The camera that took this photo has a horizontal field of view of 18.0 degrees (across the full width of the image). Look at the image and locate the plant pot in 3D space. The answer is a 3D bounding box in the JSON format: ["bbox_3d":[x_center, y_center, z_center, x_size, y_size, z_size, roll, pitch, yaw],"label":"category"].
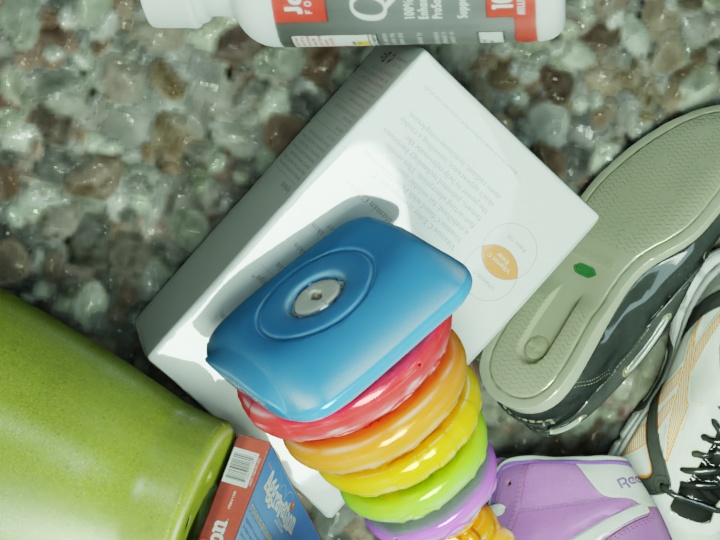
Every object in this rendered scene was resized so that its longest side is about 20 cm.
[{"bbox_3d":[-0.165,0.103,1.047,0.192,0.200,0.201,18,97,6],"label":"plant pot"}]

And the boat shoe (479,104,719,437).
[{"bbox_3d":[0.142,-0.001,1.182,0.200,0.072,0.068,-51,140,-4],"label":"boat shoe"}]

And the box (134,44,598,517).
[{"bbox_3d":[0.000,0.000,1.133,0.124,0.097,0.200,42,91,-14],"label":"box"}]

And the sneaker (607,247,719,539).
[{"bbox_3d":[0.179,0.087,1.189,0.073,0.080,0.201,13,100,-13],"label":"sneaker"}]

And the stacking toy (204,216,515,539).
[{"bbox_3d":[0.024,0.084,1.062,0.110,0.116,0.200,-40,121,-14],"label":"stacking toy"}]

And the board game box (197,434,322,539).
[{"bbox_3d":[-0.050,0.162,1.099,0.019,0.200,0.103,15,68,16],"label":"board game box"}]

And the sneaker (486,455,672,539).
[{"bbox_3d":[0.068,0.164,1.199,0.200,0.073,0.115,-27,69,13],"label":"sneaker"}]

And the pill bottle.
[{"bbox_3d":[-0.003,-0.164,1.080,0.199,0.116,0.117,-1,101,6],"label":"pill bottle"}]
